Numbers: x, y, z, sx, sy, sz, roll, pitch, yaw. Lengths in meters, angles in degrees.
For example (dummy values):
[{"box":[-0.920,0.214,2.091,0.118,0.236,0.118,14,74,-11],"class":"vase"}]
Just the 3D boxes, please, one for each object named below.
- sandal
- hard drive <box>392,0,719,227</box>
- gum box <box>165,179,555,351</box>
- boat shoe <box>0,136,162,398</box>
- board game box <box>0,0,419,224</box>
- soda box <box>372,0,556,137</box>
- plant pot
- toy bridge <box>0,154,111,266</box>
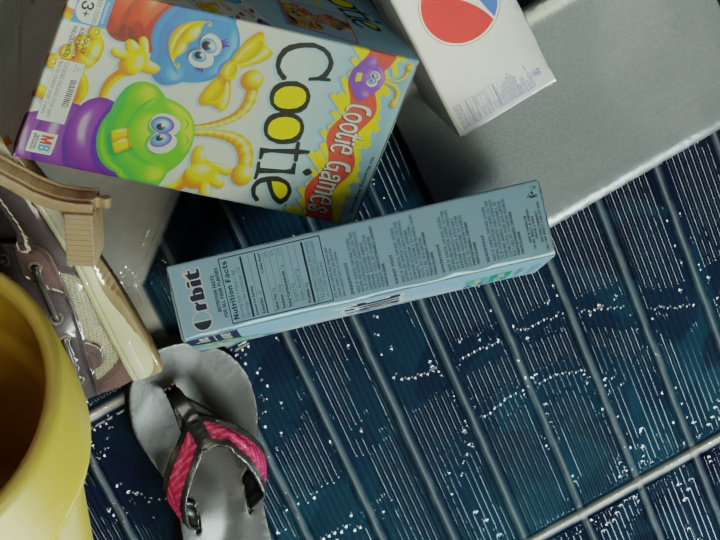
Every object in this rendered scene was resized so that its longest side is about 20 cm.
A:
[{"box":[-0.085,0.122,1.755,0.075,0.045,0.200,-20,123,-11],"class":"sandal"},{"box":[0.117,-0.102,1.722,0.200,0.033,0.140,-30,125,-4],"class":"hard drive"},{"box":[0.000,0.000,1.629,0.200,0.170,0.045,-13,87,-1],"class":"gum box"},{"box":[-0.177,-0.004,1.632,0.065,0.072,0.200,-34,128,-3],"class":"boat shoe"},{"box":[-0.089,-0.106,1.590,0.200,0.105,0.103,11,113,-26],"class":"board game box"},{"box":[0.028,-0.175,1.603,0.064,0.068,0.200,-30,114,-5],"class":"soda box"},{"box":[-0.230,0.120,1.611,0.201,0.201,0.189,-29,146,-5],"class":"plant pot"},{"box":[-0.228,-0.041,1.566,0.200,0.027,0.067,2,119,6],"class":"toy bridge"}]
